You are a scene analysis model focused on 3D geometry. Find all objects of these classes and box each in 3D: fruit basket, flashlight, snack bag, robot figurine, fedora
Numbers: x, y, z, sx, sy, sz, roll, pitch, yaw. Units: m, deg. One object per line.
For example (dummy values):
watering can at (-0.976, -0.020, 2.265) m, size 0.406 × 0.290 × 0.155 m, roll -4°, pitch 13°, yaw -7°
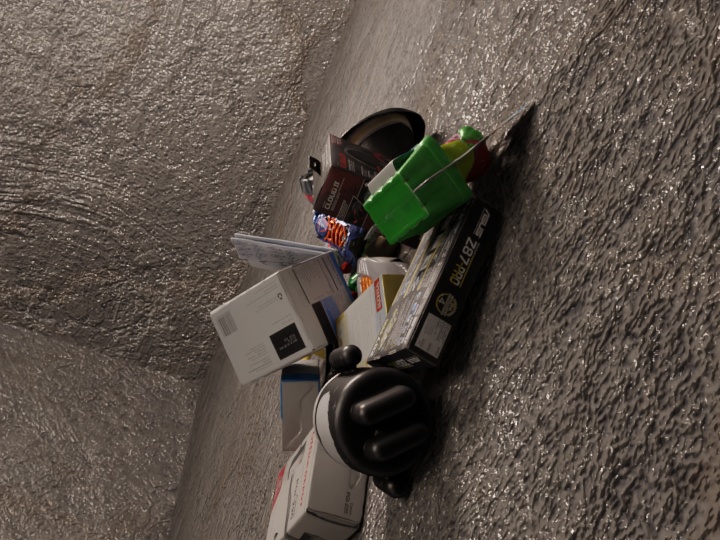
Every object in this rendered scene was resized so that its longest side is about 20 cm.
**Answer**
fruit basket at (0.099, -0.126, 1.049) m, size 0.200 × 0.094 × 0.185 m, roll -45°, pitch 4°, yaw -29°
flashlight at (-0.063, -0.092, 1.636) m, size 0.068 × 0.067 × 0.203 m, roll -90°, pitch -11°, yaw -63°
snack bag at (-0.132, -0.019, 1.564) m, size 0.200 × 0.185 × 0.022 m, roll 91°, pitch -172°, yaw -76°
robot figurine at (0.010, 0.178, 1.020) m, size 0.200 × 0.123 × 0.153 m, roll 159°, pitch 129°, yaw -73°
fedora at (0.038, -0.168, 1.420) m, size 0.093 × 0.198 × 0.202 m, roll 63°, pitch 142°, yaw 29°

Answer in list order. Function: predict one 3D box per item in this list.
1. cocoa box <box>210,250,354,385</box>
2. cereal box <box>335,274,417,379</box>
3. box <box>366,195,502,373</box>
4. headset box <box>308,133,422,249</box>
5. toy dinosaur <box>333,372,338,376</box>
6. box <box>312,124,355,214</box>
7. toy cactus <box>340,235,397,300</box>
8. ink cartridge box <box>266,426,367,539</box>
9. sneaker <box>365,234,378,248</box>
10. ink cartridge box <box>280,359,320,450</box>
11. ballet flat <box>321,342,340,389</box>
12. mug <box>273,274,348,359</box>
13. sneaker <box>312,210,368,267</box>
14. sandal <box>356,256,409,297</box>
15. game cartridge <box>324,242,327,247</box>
cocoa box at (-0.117, 0.077, 1.369) m, size 0.199 × 0.135 × 0.130 m, roll -29°, pitch -4°, yaw 43°
cereal box at (0.018, 0.107, 1.196) m, size 0.200 × 0.039 × 0.147 m, roll 135°, pitch 132°, yaw -61°
box at (0.085, 0.024, 1.034) m, size 0.203 × 0.049 × 0.161 m, roll -65°, pitch 12°, yaw -18°
headset box at (0.012, -0.122, 1.283) m, size 0.149 × 0.197 × 0.076 m, roll -95°, pitch 28°, yaw -64°
toy dinosaur at (-0.028, 0.225, 1.323) m, size 0.106 × 0.059 × 0.204 m, roll 18°, pitch -91°, yaw -74°
box at (-0.013, -0.183, 1.717) m, size 0.200 × 0.096 × 0.127 m, roll 143°, pitch 144°, yaw -67°
toy cactus at (0.000, 0.000, 1.440) m, size 0.166 × 0.101 × 0.201 m, roll -53°, pitch 11°, yaw 26°
ink cartridge box at (-0.063, 0.323, 1.222) m, size 0.201 × 0.083 × 0.147 m, roll 125°, pitch 160°, yaw -47°
sneaker at (0.010, -0.065, 1.543) m, size 0.200 × 0.069 × 0.082 m, roll -169°, pitch 85°, yaw -81°
ink cartridge box at (-0.100, 0.219, 1.460) m, size 0.200 × 0.066 × 0.119 m, roll -120°, pitch 29°, yaw -83°
ballet flat at (-0.054, 0.152, 1.484) m, size 0.067 × 0.056 × 0.203 m, roll 124°, pitch 156°, yaw -46°
mug at (-0.112, 0.091, 1.612) m, size 0.149 × 0.151 × 0.190 m, roll -171°, pitch 100°, yaw -76°
sneaker at (-0.036, -0.060, 1.388) m, size 0.200 × 0.077 × 0.077 m, roll -133°, pitch 59°, yaw -72°
sandal at (0.050, 0.021, 1.243) m, size 0.206 × 0.058 × 0.081 m, roll -175°, pitch 82°, yaw -68°
game cartridge at (-0.077, 0.028, 1.825) m, size 0.133 × 0.040 × 0.203 m, roll -138°, pitch 67°, yaw -73°
